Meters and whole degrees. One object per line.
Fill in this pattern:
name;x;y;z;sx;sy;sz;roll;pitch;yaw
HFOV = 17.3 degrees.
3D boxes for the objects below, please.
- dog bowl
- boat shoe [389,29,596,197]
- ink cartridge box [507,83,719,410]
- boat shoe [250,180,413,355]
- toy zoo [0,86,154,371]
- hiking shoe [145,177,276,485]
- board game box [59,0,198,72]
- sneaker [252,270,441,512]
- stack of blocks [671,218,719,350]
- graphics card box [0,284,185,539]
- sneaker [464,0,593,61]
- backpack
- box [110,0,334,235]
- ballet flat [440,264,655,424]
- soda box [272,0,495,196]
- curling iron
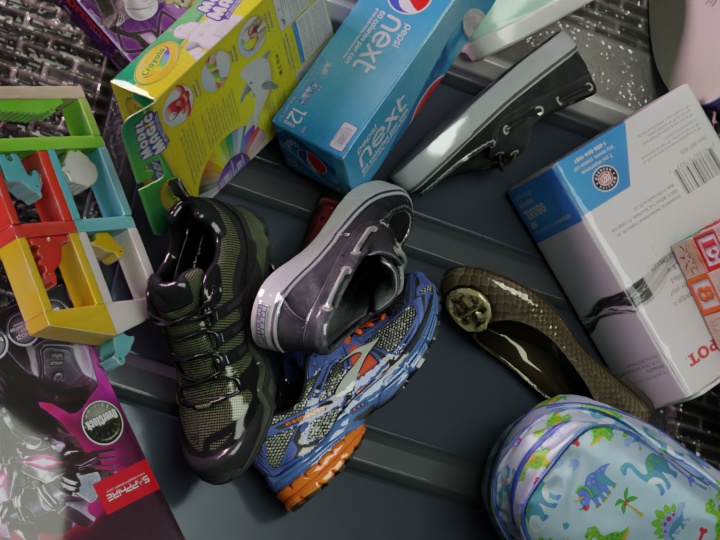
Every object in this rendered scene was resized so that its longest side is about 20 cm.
dog bowl;0.299;-0.218;1.806;0.078;0.200;0.202;5;74;-22
boat shoe;0.104;-0.108;1.760;0.200;0.069;0.057;-40;95;-30
ink cartridge box;0.227;-0.014;1.780;0.144;0.084;0.201;-30;91;-28
boat shoe;0.000;0.000;1.635;0.200;0.067;0.072;-42;138;-53
toy zoo;-0.197;-0.029;1.580;0.131;0.020;0.201;-6;72;-58
hiking shoe;-0.112;0.043;1.594;0.100;0.075;0.201;26;56;-51
board game box;-0.108;-0.210;1.712;0.120;0.032;0.200;49;62;-10
sneaker;-0.012;0.071;1.654;0.078;0.075;0.200;41;61;-6
stack of blocks;0.316;0.049;1.695;0.058;0.115;0.201;-26;91;-29
graphics card box;-0.211;0.124;1.557;0.125;0.051;0.201;-24;86;-30
sneaker;0.140;-0.254;1.809;0.200;0.074;0.119;-31;96;-26
backpack;0.181;0.176;1.681;0.200;0.154;0.163;43;95;6
box;-0.098;-0.127;1.646;0.048;0.118;0.200;23;55;31
ballet flat;0.135;0.068;1.728;0.200;0.067;0.047;40;54;-17
soda box;0.021;-0.154;1.700;0.064;0.068;0.201;29;72;20
curling iron;-0.032;-0.043;1.700;0.049;0.026;0.201;37;64;-9
